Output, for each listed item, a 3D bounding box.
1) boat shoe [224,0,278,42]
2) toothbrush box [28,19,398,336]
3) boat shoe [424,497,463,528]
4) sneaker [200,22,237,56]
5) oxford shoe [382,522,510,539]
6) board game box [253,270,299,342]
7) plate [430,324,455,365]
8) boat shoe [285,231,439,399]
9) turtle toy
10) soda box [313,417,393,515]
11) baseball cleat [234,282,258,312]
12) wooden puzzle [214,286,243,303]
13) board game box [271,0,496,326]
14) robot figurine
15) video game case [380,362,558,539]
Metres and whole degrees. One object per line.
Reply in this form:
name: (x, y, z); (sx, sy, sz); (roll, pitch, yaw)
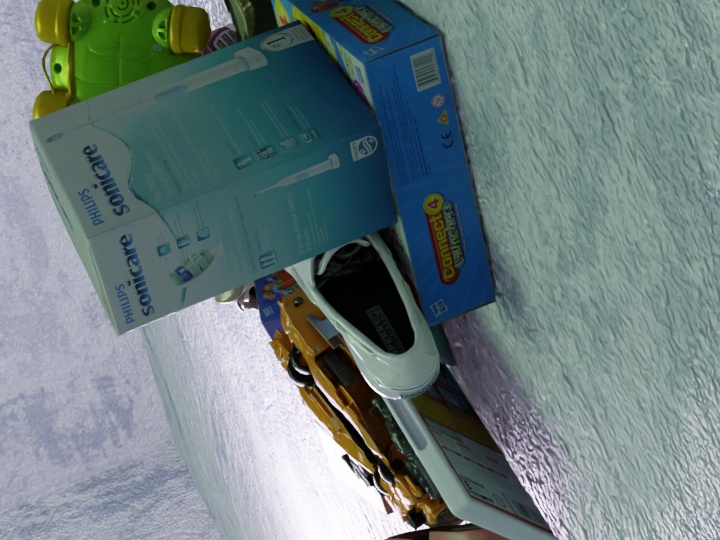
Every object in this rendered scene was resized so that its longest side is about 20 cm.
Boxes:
boat shoe: (-0.061, -0.188, 1.372); (0.066, 0.071, 0.202); (71, 174, -72)
toothbrush box: (-0.096, -0.064, 1.141); (0.147, 0.199, 0.086); (-126, 19, -47)
boat shoe: (0.041, 0.118, 1.415); (0.201, 0.072, 0.065); (69, 162, -6)
sneaker: (-0.093, -0.124, 1.586); (0.081, 0.074, 0.202); (-153, 43, -72)
oxford shoe: (0.064, 0.237, 1.368); (0.200, 0.070, 0.076); (149, 112, -71)
board game box: (-0.046, 0.032, 1.536); (0.200, 0.044, 0.135); (64, -168, -55)
plate: (0.000, 0.000, 1.327); (0.200, 0.026, 0.200); (38, -175, -4)
boat shoe: (-0.014, -0.005, 1.170); (0.201, 0.072, 0.066); (60, 172, 27)
turtle toy: (-0.194, -0.147, 1.465); (0.101, 0.144, 0.202); (-75, -10, -75)
soda box: (0.017, 0.161, 1.593); (0.200, 0.068, 0.064); (-163, 53, -74)
baseball cleat: (-0.116, -0.039, 1.564); (0.200, 0.069, 0.107); (54, -171, -40)
wooden puzzle: (-0.113, -0.076, 1.425); (0.200, 0.037, 0.187); (-141, 54, -81)
board game box: (0.013, -0.092, 1.220); (0.196, 0.055, 0.201); (-133, 24, -58)
robot figurine: (0.007, 0.106, 1.340); (0.200, 0.058, 0.145); (51, 161, 12)
video game case: (0.058, 0.108, 1.268); (0.143, 0.017, 0.201); (31, -158, -53)
